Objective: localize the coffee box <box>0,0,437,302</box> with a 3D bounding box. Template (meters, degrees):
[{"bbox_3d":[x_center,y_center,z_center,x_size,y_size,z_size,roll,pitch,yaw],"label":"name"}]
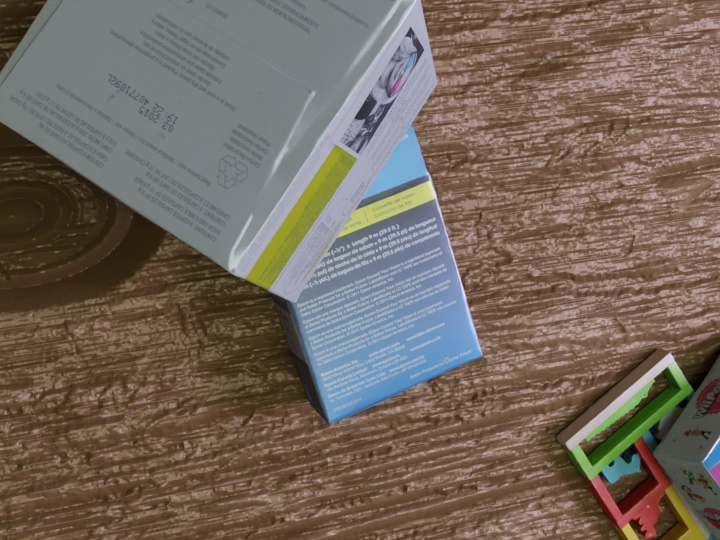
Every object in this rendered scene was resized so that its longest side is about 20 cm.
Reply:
[{"bbox_3d":[-0.087,-0.120,0.793,0.199,0.198,0.201,33,89,10],"label":"coffee box"}]

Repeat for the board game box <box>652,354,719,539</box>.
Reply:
[{"bbox_3d":[0.376,0.182,1.086,0.200,0.064,0.148,49,68,-21],"label":"board game box"}]

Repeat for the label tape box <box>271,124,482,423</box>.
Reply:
[{"bbox_3d":[0.000,0.000,0.949,0.142,0.066,0.202,-22,103,-13],"label":"label tape box"}]

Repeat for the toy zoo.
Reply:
[{"bbox_3d":[0.282,0.190,1.097,0.131,0.020,0.201,-37,109,-9],"label":"toy zoo"}]
